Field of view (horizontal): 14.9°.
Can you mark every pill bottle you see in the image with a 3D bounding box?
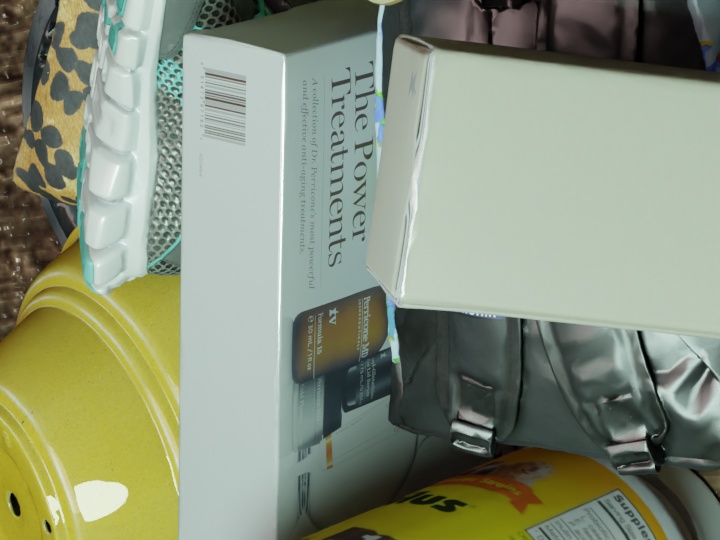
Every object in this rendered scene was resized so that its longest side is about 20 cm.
[{"bbox_3d":[0.046,0.126,0.977,0.109,0.200,0.109,15,112,41],"label":"pill bottle"}]

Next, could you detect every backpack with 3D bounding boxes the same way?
[{"bbox_3d":[0.079,-0.049,0.946,0.163,0.154,0.200,2,122,35],"label":"backpack"}]

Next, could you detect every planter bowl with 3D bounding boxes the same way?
[{"bbox_3d":[-0.111,0.084,1.124,0.200,0.083,0.201,37,137,45],"label":"planter bowl"}]

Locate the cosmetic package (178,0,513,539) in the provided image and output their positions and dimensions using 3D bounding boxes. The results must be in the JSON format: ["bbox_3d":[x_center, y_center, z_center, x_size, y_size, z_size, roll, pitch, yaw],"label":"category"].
[{"bbox_3d":[0.000,0.000,1.019,0.052,0.151,0.200,14,112,34],"label":"cosmetic package"}]

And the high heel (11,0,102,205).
[{"bbox_3d":[-0.126,-0.123,1.085,0.142,0.071,0.200,-24,102,31],"label":"high heel"}]

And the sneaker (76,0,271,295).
[{"bbox_3d":[-0.053,-0.078,1.022,0.078,0.091,0.200,-101,18,-48],"label":"sneaker"}]

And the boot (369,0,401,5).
[{"bbox_3d":[-0.039,-0.172,0.897,0.073,0.155,0.200,-48,26,16],"label":"boot"}]

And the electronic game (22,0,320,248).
[{"bbox_3d":[-0.062,-0.058,1.140,0.200,0.042,0.200,10,108,34],"label":"electronic game"}]

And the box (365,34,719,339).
[{"bbox_3d":[0.107,-0.021,0.848,0.068,0.200,0.082,-130,48,-78],"label":"box"}]
